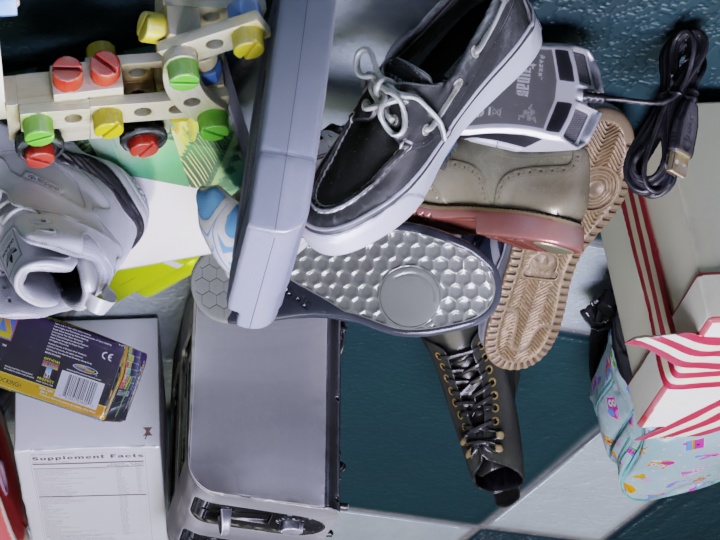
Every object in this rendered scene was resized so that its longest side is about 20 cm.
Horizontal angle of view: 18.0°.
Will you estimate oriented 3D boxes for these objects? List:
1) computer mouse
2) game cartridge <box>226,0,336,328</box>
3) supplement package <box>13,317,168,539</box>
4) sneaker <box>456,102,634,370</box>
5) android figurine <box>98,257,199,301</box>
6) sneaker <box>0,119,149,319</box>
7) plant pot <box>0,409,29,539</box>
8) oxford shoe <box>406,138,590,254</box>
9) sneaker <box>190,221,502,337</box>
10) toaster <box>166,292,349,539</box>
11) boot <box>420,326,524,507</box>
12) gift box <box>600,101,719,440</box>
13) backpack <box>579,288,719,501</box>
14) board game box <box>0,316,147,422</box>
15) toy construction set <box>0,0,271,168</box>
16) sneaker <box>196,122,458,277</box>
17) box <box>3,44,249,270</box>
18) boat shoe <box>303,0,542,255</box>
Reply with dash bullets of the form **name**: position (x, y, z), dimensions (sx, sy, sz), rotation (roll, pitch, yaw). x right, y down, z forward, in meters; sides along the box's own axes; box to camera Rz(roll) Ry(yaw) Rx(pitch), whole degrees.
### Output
- **computer mouse**: position (0.112, -0.109, 1.411), dimensions (0.199, 0.110, 0.044), rotation (9, 170, 1)
- **game cartridge**: position (-0.044, -0.083, 1.308), dimensions (0.041, 0.201, 0.133), rotation (8, 150, -2)
- **supplement package**: position (-0.206, 0.130, 1.765), dimensions (0.113, 0.110, 0.200), rotation (-1, 151, -4)
- **sneaker**: position (0.118, -0.043, 1.552), dimensions (0.070, 0.109, 0.201), rotation (11, 118, -20)
- **android figurine**: position (-0.185, -0.027, 1.555), dimensions (0.182, 0.041, 0.200), rotation (21, 144, -36)
- **sneaker**: position (-0.223, -0.044, 1.365), dimensions (0.199, 0.115, 0.075), rotation (27, 122, -16)
- **plant pot**: position (-0.359, 0.178, 1.766), dimensions (0.177, 0.201, 0.201), rotation (-14, 151, -2)
- **oxford shoe**: position (0.065, -0.061, 1.482), dimensions (0.199, 0.074, 0.071), rotation (12, 177, 31)
- **sneaker**: position (-0.001, -0.002, 1.528), dimensions (0.201, 0.077, 0.146), rotation (3, -174, 8)
- **toaster**: position (-0.076, 0.110, 1.683), dimensions (0.118, 0.201, 0.181), rotation (4, 158, -10)
- **boot**: position (0.082, 0.076, 1.675), dimensions (0.077, 0.139, 0.200), rotation (-15, 148, 20)
- **gift box**: position (0.252, 0.010, 1.513), dimensions (0.199, 0.187, 0.185), rotation (-6, 152, -9)
- **backpack**: position (0.244, 0.091, 1.736), dimensions (0.166, 0.127, 0.200), rotation (-3, 154, -9)
- **board game box**: position (-0.251, 0.047, 1.541), dimensions (0.199, 0.057, 0.165), rotation (19, 177, 0)
- **toy construction set**: position (-0.153, -0.122, 1.314), dimensions (0.199, 0.092, 0.131), rotation (8, 153, -2)
- **sneaker**: position (-0.015, -0.067, 1.415), dimensions (0.072, 0.200, 0.073), rotation (13, 130, 54)
- **box**: position (-0.167, -0.065, 1.439), dimensions (0.199, 0.036, 0.145), rotation (-11, 125, 9)
- **boat shoe**: position (0.029, -0.098, 1.338), dimensions (0.199, 0.074, 0.068), rotation (-45, 141, -8)
